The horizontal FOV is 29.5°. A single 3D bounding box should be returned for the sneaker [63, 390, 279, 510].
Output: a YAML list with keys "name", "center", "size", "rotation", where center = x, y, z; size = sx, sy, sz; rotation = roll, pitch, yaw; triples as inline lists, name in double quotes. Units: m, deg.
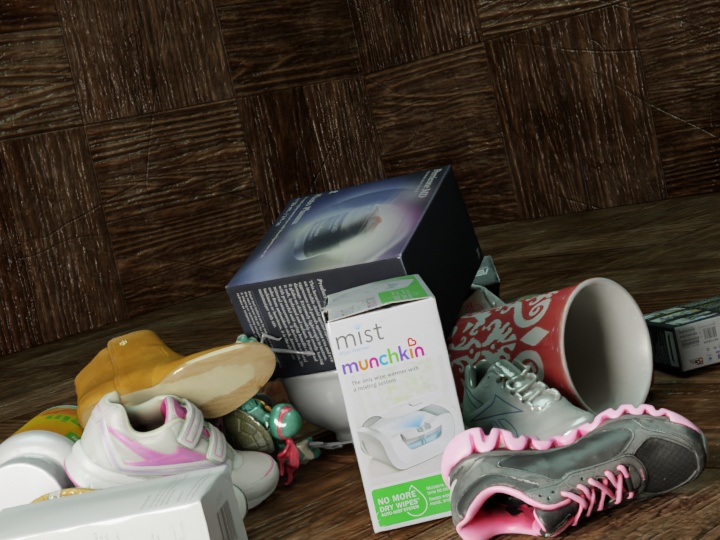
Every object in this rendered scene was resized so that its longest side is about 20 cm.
- name: "sneaker"
  center: [-0.160, 0.162, 1.233]
  size: [0.198, 0.089, 0.081]
  rotation: [12, 17, -26]

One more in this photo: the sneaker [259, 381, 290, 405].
- name: "sneaker"
  center: [-0.116, 0.148, 1.708]
  size: [0.199, 0.072, 0.080]
  rotation: [-10, -2, -41]

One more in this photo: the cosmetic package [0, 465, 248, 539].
- name: "cosmetic package"
  center: [-0.197, 0.217, 1.055]
  size: [0.198, 0.082, 0.113]
  rotation: [-13, 5, 8]

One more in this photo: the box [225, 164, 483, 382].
- name: "box"
  center: [0.000, 0.000, 1.402]
  size: [0.197, 0.124, 0.200]
  rotation: [-10, 26, 24]

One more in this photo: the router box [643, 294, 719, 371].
- name: "router box"
  center: [0.401, 0.057, 1.471]
  size: [0.198, 0.052, 0.149]
  rotation: [-13, 3, -9]

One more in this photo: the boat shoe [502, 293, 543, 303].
- name: "boat shoe"
  center: [0.187, 0.079, 1.698]
  size: [0.198, 0.076, 0.074]
  rotation: [-1, 42, -21]

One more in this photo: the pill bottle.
- name: "pill bottle"
  center: [-0.297, 0.200, 1.298]
  size: [0.110, 0.112, 0.200]
  rotation: [-12, 5, 1]

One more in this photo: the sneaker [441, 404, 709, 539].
- name: "sneaker"
  center: [0.154, 0.157, 0.989]
  size: [0.198, 0.080, 0.096]
  rotation: [-12, 27, 15]

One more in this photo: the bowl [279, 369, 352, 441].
- name: "bowl"
  center: [0.011, 0.127, 1.459]
  size: [0.199, 0.091, 0.201]
  rotation: [-12, 5, 1]

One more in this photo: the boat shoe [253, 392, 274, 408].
- name: "boat shoe"
  center: [-0.176, 0.181, 1.481]
  size: [0.071, 0.077, 0.199]
  rotation: [-13, -6, 41]

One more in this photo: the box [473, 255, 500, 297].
- name: "box"
  center: [0.077, 0.064, 1.745]
  size: [0.198, 0.045, 0.161]
  rotation: [-13, -34, -5]

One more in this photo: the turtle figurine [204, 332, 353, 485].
- name: "turtle figurine"
  center: [-0.111, 0.140, 1.349]
  size: [0.199, 0.151, 0.101]
  rotation: [-3, 22, 34]

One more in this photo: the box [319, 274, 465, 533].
- name: "box"
  center: [0.030, 0.105, 1.168]
  size: [0.096, 0.178, 0.200]
  rotation: [-13, 4, 0]

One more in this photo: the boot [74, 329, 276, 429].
- name: "boot"
  center: [-0.186, 0.092, 1.321]
  size: [0.200, 0.071, 0.144]
  rotation: [-27, 31, -2]

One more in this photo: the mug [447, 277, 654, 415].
- name: "mug"
  center: [0.177, 0.103, 1.333]
  size: [0.199, 0.178, 0.134]
  rotation: [-13, 40, 47]

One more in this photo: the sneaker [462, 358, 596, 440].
- name: "sneaker"
  center: [0.139, 0.124, 1.197]
  size: [0.074, 0.088, 0.200]
  rotation: [-14, 6, -26]

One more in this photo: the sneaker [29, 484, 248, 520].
- name: "sneaker"
  center: [-0.190, 0.218, 1.168]
  size: [0.198, 0.076, 0.088]
  rotation: [-7, -8, 13]

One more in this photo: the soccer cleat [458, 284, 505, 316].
- name: "soccer cleat"
  center: [0.140, 0.063, 1.472]
  size: [0.069, 0.085, 0.200]
  rotation: [-43, 57, -14]
